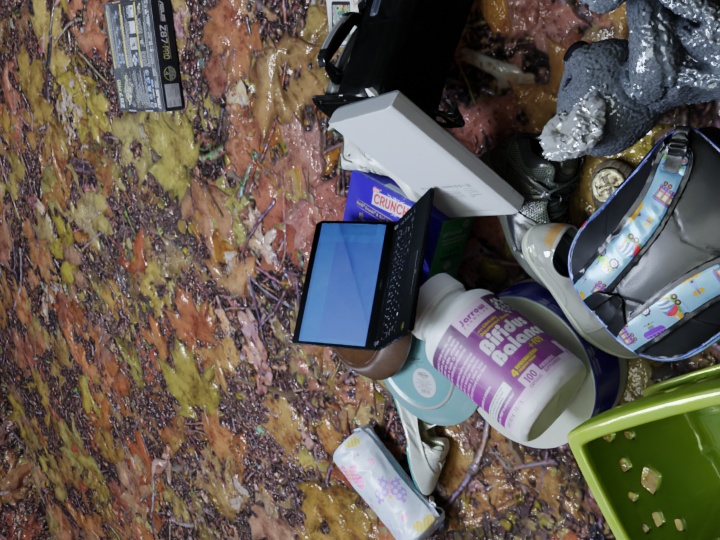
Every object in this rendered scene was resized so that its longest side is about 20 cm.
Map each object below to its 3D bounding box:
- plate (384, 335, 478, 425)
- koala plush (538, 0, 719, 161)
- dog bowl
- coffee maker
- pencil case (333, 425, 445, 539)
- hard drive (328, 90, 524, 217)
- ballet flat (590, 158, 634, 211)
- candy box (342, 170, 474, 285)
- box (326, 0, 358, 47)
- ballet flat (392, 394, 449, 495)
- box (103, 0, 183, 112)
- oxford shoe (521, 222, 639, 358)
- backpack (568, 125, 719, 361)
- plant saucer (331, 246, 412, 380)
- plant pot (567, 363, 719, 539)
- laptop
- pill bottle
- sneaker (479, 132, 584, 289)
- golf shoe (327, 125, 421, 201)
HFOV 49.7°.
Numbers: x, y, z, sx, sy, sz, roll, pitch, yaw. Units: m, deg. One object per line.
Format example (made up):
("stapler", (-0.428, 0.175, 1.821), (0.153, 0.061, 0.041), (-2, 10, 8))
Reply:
("plate", (0.078, 0.118, 1.039), (0.200, 0.026, 0.201), (20, 119, 41))
("koala plush", (0.262, -0.185, 0.742), (0.184, 0.177, 0.200), (49, 127, 13))
("dog bowl", (0.221, 0.115, 0.967), (0.200, 0.079, 0.200), (19, 118, 40))
("coffee maker", (0.062, -0.262, 0.906), (0.192, 0.135, 0.200), (15, 81, 22))
("pencil case", (0.044, 0.341, 1.227), (0.200, 0.083, 0.091), (46, 134, 24))
("hard drive", (0.074, -0.125, 0.879), (0.132, 0.200, 0.027), (3, 63, 59))
("ballet flat", (0.303, -0.027, 0.853), (0.067, 0.046, 0.200), (-21, 89, 46))
("candy box", (0.053, -0.027, 1.086), (0.169, 0.077, 0.200), (35, 128, 33))
("box", (-0.001, -0.402, 1.030), (0.110, 0.035, 0.200), (10, 112, 43))
("ballet flat", (0.097, 0.240, 1.157), (0.069, 0.069, 0.200), (-8, 98, 47))
("box", (-0.399, -0.393, 1.427), (0.161, 0.049, 0.200), (10, 112, 41))
("oxford shoe", (0.258, 0.024, 0.857), (0.200, 0.075, 0.058), (46, 157, -13))
("backpack", (0.317, -0.019, 0.759), (0.183, 0.134, 0.200), (50, 124, 18))
("plant saucer", (-0.002, 0.054, 1.069), (0.200, 0.034, 0.201), (14, 108, 53))
("plant pot", (0.365, 0.195, 0.776), (0.199, 0.181, 0.200), (-32, 81, 46))
("laptop", (0.000, 0.000, 0.956), (0.200, 0.103, 0.178), (136, 145, -68))
("pill bottle", (0.147, 0.092, 0.893), (0.200, 0.112, 0.112), (39, 129, 28))
("sneaker", (0.220, -0.072, 0.899), (0.114, 0.076, 0.200), (-35, 74, 53))
("golf shoe", (0.026, -0.150, 1.034), (0.097, 0.078, 0.200), (-37, 57, 13))
